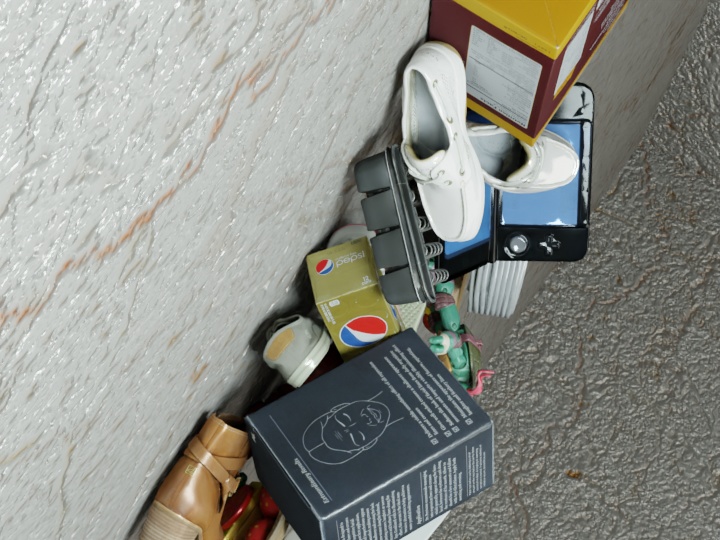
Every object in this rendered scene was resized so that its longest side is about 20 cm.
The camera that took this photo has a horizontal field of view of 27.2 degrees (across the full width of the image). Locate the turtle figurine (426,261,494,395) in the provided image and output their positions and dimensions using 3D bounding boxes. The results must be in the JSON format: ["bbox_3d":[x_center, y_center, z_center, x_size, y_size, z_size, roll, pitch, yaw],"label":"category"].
[{"bbox_3d":[0.099,0.099,1.822,0.150,0.099,0.202,123,-31,-52],"label":"turtle figurine"}]

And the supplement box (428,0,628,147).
[{"bbox_3d":[0.170,-0.267,1.423,0.198,0.132,0.200,-55,169,-18],"label":"supplement box"}]

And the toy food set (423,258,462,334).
[{"bbox_3d":[0.122,-0.014,2.003,0.199,0.048,0.201,97,9,-47],"label":"toy food set"}]

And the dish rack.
[{"bbox_3d":[0.047,-0.043,1.497,0.200,0.054,0.156,-10,88,-76],"label":"dish rack"}]

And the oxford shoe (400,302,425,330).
[{"bbox_3d":[0.036,0.065,1.751,0.058,0.074,0.203,139,-43,-68],"label":"oxford shoe"}]

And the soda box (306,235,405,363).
[{"bbox_3d":[0.007,0.057,1.529,0.067,0.065,0.201,-18,141,5],"label":"soda box"}]

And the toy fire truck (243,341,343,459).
[{"bbox_3d":[-0.047,0.148,1.657,0.169,0.111,0.200,-61,170,18],"label":"toy fire truck"}]

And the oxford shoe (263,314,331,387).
[{"bbox_3d":[-0.068,0.073,1.516,0.076,0.058,0.200,-53,-177,2],"label":"oxford shoe"}]

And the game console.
[{"bbox_3d":[0.167,-0.094,1.604,0.117,0.173,0.203,-79,169,-73],"label":"game console"}]

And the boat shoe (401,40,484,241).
[{"bbox_3d":[0.069,-0.112,1.422,0.069,0.070,0.203,-40,126,-49],"label":"boat shoe"}]

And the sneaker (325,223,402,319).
[{"bbox_3d":[0.000,0.000,1.600,0.201,0.074,0.106,72,7,-47],"label":"sneaker"}]

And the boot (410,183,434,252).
[{"bbox_3d":[0.114,-0.103,1.801,0.151,0.073,0.200,-56,164,-10],"label":"boot"}]

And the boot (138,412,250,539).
[{"bbox_3d":[-0.150,0.220,1.517,0.156,0.073,0.200,-62,172,-1],"label":"boot"}]

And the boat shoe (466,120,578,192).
[{"bbox_3d":[0.157,-0.114,1.531,0.198,0.069,0.072,5,101,-34],"label":"boat shoe"}]

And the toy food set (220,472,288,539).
[{"bbox_3d":[-0.150,0.310,1.657,0.201,0.049,0.198,-55,-165,-19],"label":"toy food set"}]

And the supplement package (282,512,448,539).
[{"bbox_3d":[-0.008,0.293,1.628,0.117,0.117,0.200,-44,172,-38],"label":"supplement package"}]

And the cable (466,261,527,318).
[{"bbox_3d":[0.182,-0.040,1.862,0.201,0.068,0.202,96,8,-59],"label":"cable"}]

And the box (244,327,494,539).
[{"bbox_3d":[0.011,0.177,1.461,0.198,0.149,0.108,-26,140,-18],"label":"box"}]
